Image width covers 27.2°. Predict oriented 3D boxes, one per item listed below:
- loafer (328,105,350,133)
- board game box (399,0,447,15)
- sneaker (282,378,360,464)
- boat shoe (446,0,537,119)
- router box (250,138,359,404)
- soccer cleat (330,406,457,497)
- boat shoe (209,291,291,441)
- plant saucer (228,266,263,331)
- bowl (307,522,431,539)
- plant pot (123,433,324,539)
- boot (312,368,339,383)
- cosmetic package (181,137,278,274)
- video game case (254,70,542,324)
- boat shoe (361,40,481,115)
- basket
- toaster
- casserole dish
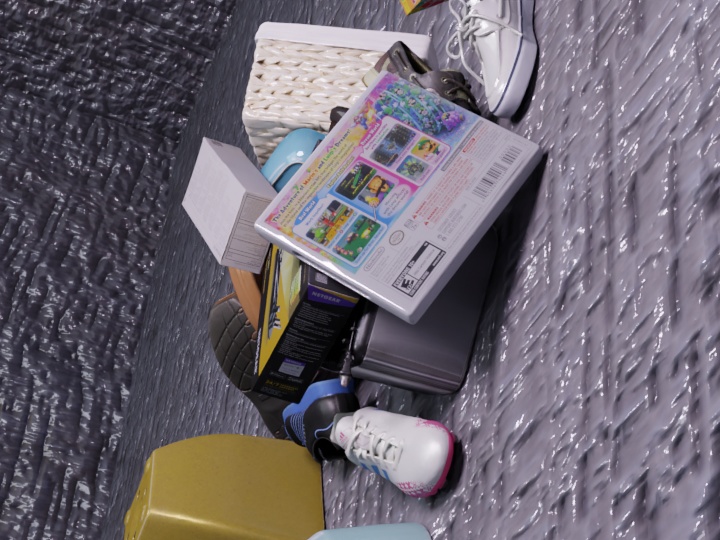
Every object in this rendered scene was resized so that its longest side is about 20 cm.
[{"bbox_3d":[0.045,-0.101,1.473,0.199,0.073,0.072,27,103,37],"label":"loafer"},{"bbox_3d":[0.116,-0.328,1.573,0.030,0.095,0.200,64,159,5],"label":"board game box"},{"bbox_3d":[-0.042,0.180,1.644,0.200,0.069,0.079,118,144,-68],"label":"sneaker"},{"bbox_3d":[0.122,-0.238,1.448,0.075,0.085,0.204,126,157,-53],"label":"boat shoe"},{"bbox_3d":[-0.049,0.000,1.422,0.201,0.052,0.158,-88,21,-46],"label":"router box"},{"bbox_3d":[0.024,0.164,1.370,0.200,0.086,0.071,172,114,-74],"label":"soccer cleat"},{"bbox_3d":[-0.115,0.117,1.805,0.075,0.201,0.074,-24,13,18],"label":"boat shoe"},{"bbox_3d":[-0.109,0.007,1.763,0.037,0.201,0.201,-20,37,15],"label":"plant saucer"},{"bbox_3d":[-0.017,0.311,1.325,0.201,0.104,0.203,-162,90,-75],"label":"bowl"},{"bbox_3d":[-0.167,0.306,1.718,0.195,0.198,0.197,-97,28,-58],"label":"plant pot"},{"bbox_3d":[-0.018,0.070,1.678,0.200,0.070,0.146,-42,-2,9],"label":"boot"},{"bbox_3d":[-0.137,-0.071,1.580,0.083,0.050,0.200,-68,24,14],"label":"cosmetic package"},{"bbox_3d":[0.033,-0.070,1.321,0.200,0.181,0.024,-51,-29,-18],"label":"video game case"},{"bbox_3d":[0.077,-0.168,1.457,0.201,0.071,0.066,40,107,43],"label":"boat shoe"},{"bbox_3d":[-0.019,-0.176,1.619,0.136,0.198,0.124,71,-151,-59],"label":"basket"},{"bbox_3d":[0.035,0.027,1.418,0.181,0.118,0.202,164,122,-74],"label":"toaster"},{"bbox_3d":[-0.061,-0.067,1.603,0.200,0.121,0.039,-49,11,43],"label":"casserole dish"}]
